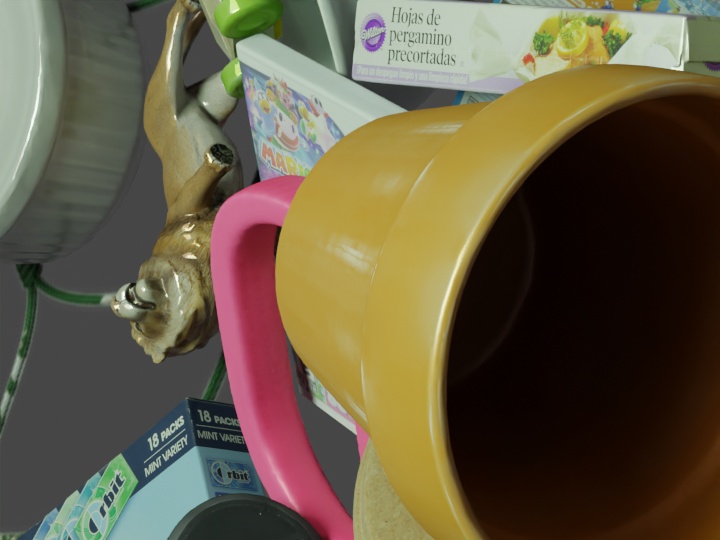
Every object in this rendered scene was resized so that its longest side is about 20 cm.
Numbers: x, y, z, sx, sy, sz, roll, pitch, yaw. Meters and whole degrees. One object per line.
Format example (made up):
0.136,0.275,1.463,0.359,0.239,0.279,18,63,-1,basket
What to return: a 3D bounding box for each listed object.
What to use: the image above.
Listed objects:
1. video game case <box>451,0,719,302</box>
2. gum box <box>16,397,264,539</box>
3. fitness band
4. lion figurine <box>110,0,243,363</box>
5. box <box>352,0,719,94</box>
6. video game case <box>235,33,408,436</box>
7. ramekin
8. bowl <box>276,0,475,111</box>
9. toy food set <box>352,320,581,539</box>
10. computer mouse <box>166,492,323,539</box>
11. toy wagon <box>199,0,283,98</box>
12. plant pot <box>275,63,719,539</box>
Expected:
0.113,-0.107,1.023,0.143,0.018,0.200,43,121,41,video game case
-0.105,0.196,1.279,0.170,0.045,0.200,-40,53,37,gum box
-0.020,0.052,1.154,0.144,0.037,0.200,30,134,49,fitness band
-0.088,-0.056,1.316,0.123,0.072,0.200,128,150,-45,lion figurine
0.075,-0.092,1.023,0.200,0.041,0.039,11,98,50,box
0.000,0.000,1.141,0.143,0.018,0.200,33,140,49,video game case
-0.206,-0.095,1.433,0.202,0.094,0.203,-14,70,47,ramekin
-0.001,-0.161,1.181,0.201,0.090,0.201,159,90,-82,bowl
0.089,0.082,1.024,0.200,0.049,0.198,-32,46,5,toy food set
-0.045,0.206,1.157,0.053,0.138,0.200,99,158,-65,computer mouse
-0.076,-0.180,1.171,0.200,0.040,0.155,92,155,-70,toy wagon
0.063,0.013,0.941,0.183,0.200,0.200,20,96,57,plant pot
